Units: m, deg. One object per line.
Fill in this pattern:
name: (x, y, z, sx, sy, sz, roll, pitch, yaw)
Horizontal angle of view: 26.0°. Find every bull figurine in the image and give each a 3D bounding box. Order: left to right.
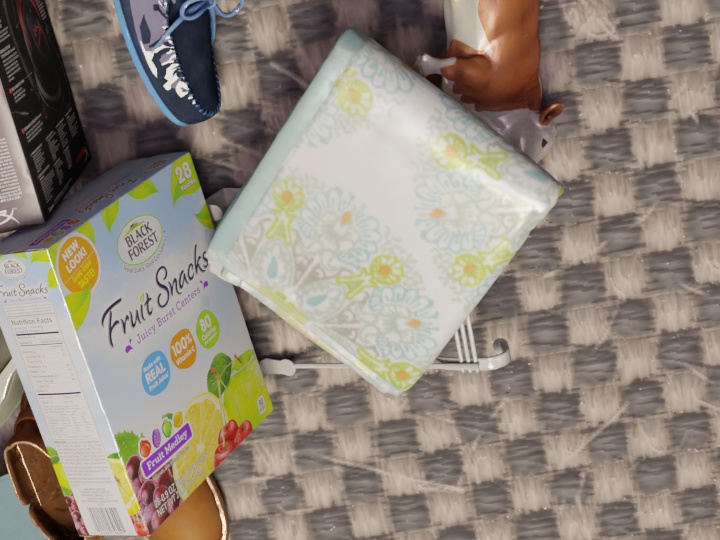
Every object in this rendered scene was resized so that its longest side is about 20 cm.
bull figurine: (0.077, -0.157, 1.017, 0.120, 0.065, 0.203, -8, 104, -32)

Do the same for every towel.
towel: (0.009, -0.032, 1.009, 0.170, 0.048, 0.201, 35, 120, -2)

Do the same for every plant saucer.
plant saucer: (-0.285, 0.193, 1.152, 0.199, 0.019, 0.070, -24, 107, 34)

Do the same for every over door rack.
over door rack: (0.000, 0.000, 1.091, 0.198, 0.067, 0.149, -6, 109, 19)

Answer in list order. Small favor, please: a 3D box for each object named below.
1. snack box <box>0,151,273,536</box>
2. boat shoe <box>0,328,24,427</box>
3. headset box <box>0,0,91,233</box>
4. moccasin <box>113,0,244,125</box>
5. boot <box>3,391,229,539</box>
snack box: (-0.149, 0.046, 1.031, 0.067, 0.169, 0.202, -7, 111, 31)
boat shoe: (-0.239, 0.030, 1.101, 0.060, 0.072, 0.203, 36, 99, 5)
headset box: (-0.247, -0.138, 1.003, 0.074, 0.149, 0.202, -12, 110, 6)
moccasin: (-0.123, -0.193, 1.012, 0.067, 0.081, 0.202, -11, 110, 18)
boot: (-0.174, 0.160, 1.100, 0.073, 0.155, 0.200, -37, 104, 14)
